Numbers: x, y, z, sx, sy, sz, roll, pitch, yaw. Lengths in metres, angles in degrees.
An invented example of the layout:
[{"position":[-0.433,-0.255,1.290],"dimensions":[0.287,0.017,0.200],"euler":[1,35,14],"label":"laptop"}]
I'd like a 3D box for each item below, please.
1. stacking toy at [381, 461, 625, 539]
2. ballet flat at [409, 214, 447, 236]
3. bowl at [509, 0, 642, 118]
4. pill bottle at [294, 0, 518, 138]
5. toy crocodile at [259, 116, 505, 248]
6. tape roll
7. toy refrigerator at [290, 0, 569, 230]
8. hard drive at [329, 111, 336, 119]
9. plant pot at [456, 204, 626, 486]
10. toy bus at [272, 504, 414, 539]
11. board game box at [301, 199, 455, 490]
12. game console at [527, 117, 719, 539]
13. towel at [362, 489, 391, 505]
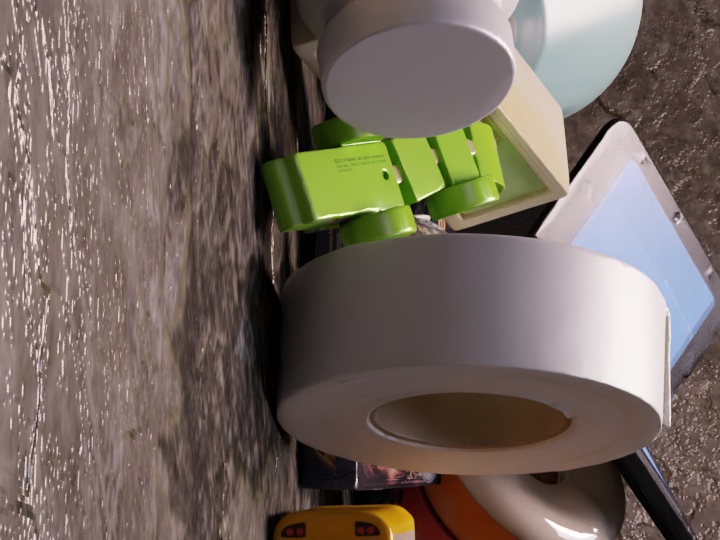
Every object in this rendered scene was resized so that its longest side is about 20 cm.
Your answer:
[{"position":[0.056,0.165,1.693],"dimensions":[0.200,0.146,0.146],"euler":[-46,-159,31],"label":"stacking toy"},{"position":[0.048,0.010,1.507],"dimensions":[0.200,0.072,0.072],"euler":[39,49,-63],"label":"ballet flat"},{"position":[0.059,-0.165,1.610],"dimensions":[0.105,0.201,0.201],"euler":[-40,133,-57],"label":"bowl"},{"position":[0.020,-0.174,1.332],"dimensions":[0.116,0.116,0.200],"euler":[82,3,-57],"label":"pill bottle"},{"position":[0.014,-0.049,1.387],"dimensions":[0.200,0.062,0.068],"euler":[-19,88,-53],"label":"toy crocodile"},{"position":[0.058,0.047,1.384],"dimensions":[0.202,0.202,0.071],"euler":[76,15,-69],"label":"tape roll"},{"position":[0.041,-0.102,1.480],"dimensions":[0.200,0.076,0.070],"euler":[47,33,-49],"label":"toy refrigerator"},{"position":[0.000,0.000,1.671],"dimensions":[0.140,0.033,0.200],"euler":[-80,169,-59],"label":"hard drive"},{"position":[0.105,0.055,1.808],"dimensions":[0.177,0.200,0.200],"euler":[-74,169,-72],"label":"plant pot"},{"position":[-0.008,0.164,1.407],"dimensions":[0.200,0.065,0.078],"euler":[35,54,-84],"label":"toy bus"},{"position":[0.013,0.025,1.549],"dimensions":[0.135,0.035,0.200],"euler":[5,88,-67],"label":"board game box"},{"position":[0.178,0.041,1.639],"dimensions":[0.200,0.116,0.176],"euler":[54,7,-40],"label":"game console"},{"position":[0.027,0.182,1.890],"dimensions":[0.200,0.049,0.112],"euler":[-55,144,-80],"label":"towel"}]
